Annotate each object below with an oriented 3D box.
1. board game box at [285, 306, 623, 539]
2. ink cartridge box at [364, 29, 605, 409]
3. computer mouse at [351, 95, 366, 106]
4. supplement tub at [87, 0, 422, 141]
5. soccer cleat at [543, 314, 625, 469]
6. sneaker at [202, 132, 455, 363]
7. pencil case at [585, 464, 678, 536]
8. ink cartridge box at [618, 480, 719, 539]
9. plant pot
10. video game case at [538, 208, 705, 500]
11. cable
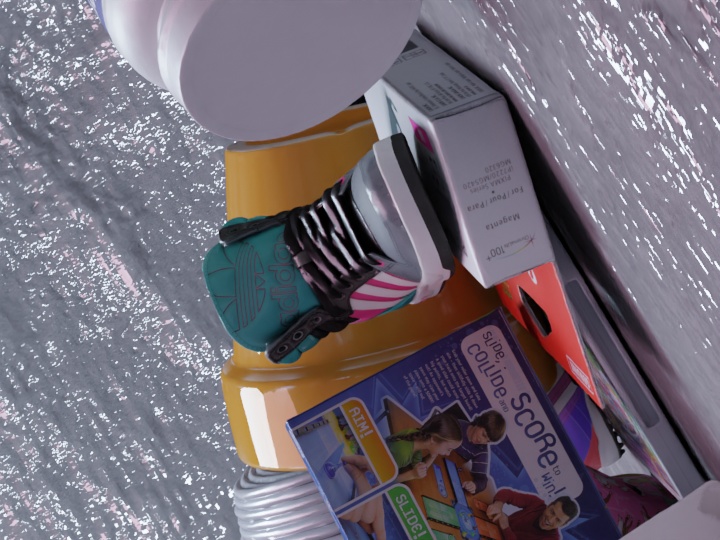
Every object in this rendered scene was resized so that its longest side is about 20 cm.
[{"bbox_3d":[0.064,0.139,1.355,0.201,0.135,0.034,63,174,6],"label":"board game box"},{"bbox_3d":[0.058,-0.027,1.318,0.200,0.043,0.174,-128,19,-71],"label":"ink cartridge box"},{"bbox_3d":[0.039,-0.060,1.651,0.200,0.044,0.110,56,-166,-35],"label":"computer mouse"},{"bbox_3d":[-0.071,-0.171,1.155,0.200,0.145,0.146,56,178,33],"label":"supplement tub"},{"bbox_3d":[0.113,0.079,1.642,0.068,0.073,0.200,57,178,42],"label":"soccer cleat"},{"bbox_3d":[-0.022,-0.009,1.301,0.200,0.120,0.084,92,157,-76],"label":"sneaker"},{"bbox_3d":[0.122,0.146,1.498,0.200,0.086,0.083,22,-122,-54],"label":"pencil case"},{"bbox_3d":[0.190,0.217,1.250,0.200,0.116,0.067,57,179,3],"label":"ink cartridge box"},{"bbox_3d":[0.000,0.000,1.499,0.200,0.199,0.184,-133,27,-79],"label":"plant pot"},{"bbox_3d":[0.124,0.031,1.418,0.200,0.018,0.143,58,178,-14],"label":"video game case"},{"bbox_3d":[0.012,0.124,1.582,0.200,0.200,0.070,-12,104,54],"label":"cable"}]
